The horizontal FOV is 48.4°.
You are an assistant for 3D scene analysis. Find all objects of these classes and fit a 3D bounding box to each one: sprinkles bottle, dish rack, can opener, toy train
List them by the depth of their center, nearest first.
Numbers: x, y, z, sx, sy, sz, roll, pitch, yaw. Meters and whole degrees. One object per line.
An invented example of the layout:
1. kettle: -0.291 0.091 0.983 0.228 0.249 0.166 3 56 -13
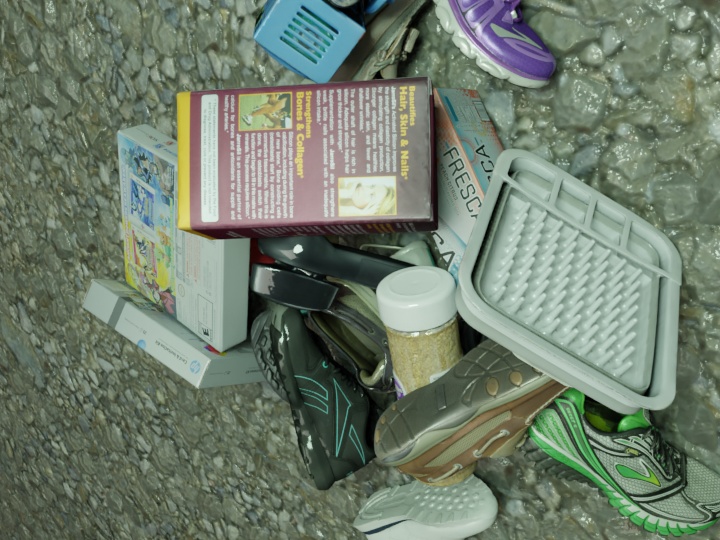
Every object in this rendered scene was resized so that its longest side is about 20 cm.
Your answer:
1. dish rack: 0.153 0.007 0.595 0.171 0.200 0.044 31 133 -3
2. toy train: -0.030 -0.239 0.661 0.087 0.200 0.114 32 117 -22
3. sprinkles bottle: 0.062 0.097 0.717 0.068 0.068 0.201 10 124 35
4. can opener: 0.000 0.000 0.732 0.063 0.199 0.079 -121 44 -66

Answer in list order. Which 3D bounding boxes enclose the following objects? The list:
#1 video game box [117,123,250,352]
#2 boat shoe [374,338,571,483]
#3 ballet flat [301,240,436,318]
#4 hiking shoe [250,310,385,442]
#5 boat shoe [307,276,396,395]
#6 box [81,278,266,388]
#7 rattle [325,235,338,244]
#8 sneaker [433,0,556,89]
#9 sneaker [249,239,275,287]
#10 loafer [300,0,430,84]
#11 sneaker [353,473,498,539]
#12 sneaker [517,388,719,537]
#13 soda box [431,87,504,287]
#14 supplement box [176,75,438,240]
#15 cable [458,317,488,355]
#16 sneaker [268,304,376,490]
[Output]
1. video game box: -0.195 -0.036 0.884 0.182 0.047 0.201 29 128 30
2. boat shoe: 0.105 0.111 0.649 0.200 0.076 0.072 -33 116 26
3. ballet flat: -0.003 0.008 0.841 0.200 0.069 0.070 -12 102 37
4. hiking shoe: -0.049 0.125 0.884 0.200 0.076 0.101 48 170 -7
5. boat shoe: 0.024 0.090 0.787 0.200 0.065 0.072 48 139 -8
6. box: -0.209 0.073 0.965 0.200 0.156 0.041 27 99 26
7. rattle: -0.029 -0.085 0.839 0.130 0.143 0.200 52 168 1
8. sneaker: 0.098 -0.235 0.636 0.083 0.081 0.200 -34 86 37
9. sneaker: -0.166 -0.070 0.923 0.200 0.071 0.113 35 131 25
10. loafer: 0.001 -0.172 0.712 0.200 0.072 0.063 -45 91 8
11. sneaker: 0.083 0.280 0.891 0.200 0.076 0.081 -25 105 47
12. sneaker: 0.228 0.153 0.667 0.200 0.078 0.085 26 125 -10
13. soda box: 0.099 -0.056 0.696 0.068 0.063 0.201 -33 75 42
14. supplement box: -0.039 -0.085 0.643 0.199 0.086 0.111 -1 87 7
15. cable: 0.175 0.078 0.739 0.163 0.051 0.200 55 136 12
16. sneaker: -0.038 0.118 0.799 0.075 0.079 0.201 -129 23 -69
